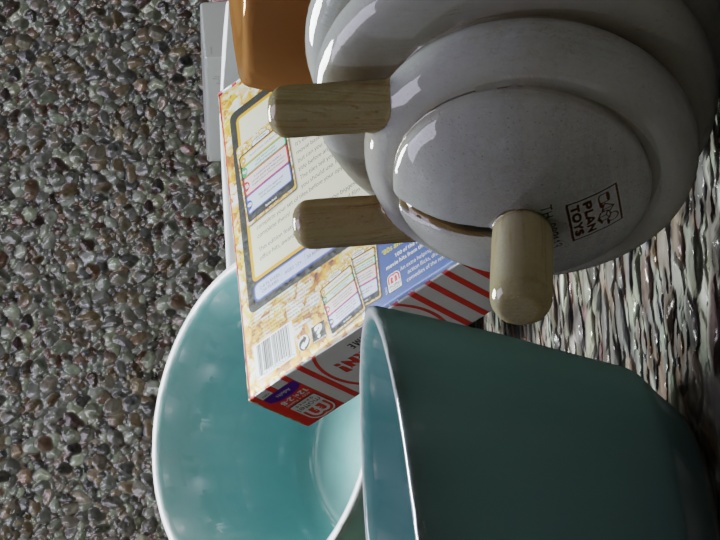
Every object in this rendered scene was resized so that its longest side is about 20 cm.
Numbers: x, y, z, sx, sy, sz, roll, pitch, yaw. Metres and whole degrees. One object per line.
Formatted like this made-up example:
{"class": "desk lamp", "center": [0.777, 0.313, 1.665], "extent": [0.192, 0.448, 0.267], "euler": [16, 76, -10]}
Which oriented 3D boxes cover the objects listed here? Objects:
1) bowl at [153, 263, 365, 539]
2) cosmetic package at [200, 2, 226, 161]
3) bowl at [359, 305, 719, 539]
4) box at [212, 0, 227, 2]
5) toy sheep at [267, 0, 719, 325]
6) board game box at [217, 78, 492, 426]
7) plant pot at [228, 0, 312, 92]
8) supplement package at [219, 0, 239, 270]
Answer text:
{"class": "bowl", "center": [-0.019, 0.094, 1.426], "extent": [0.201, 0.105, 0.201], "euler": [-17, 66, 45]}
{"class": "cosmetic package", "center": [-0.128, -0.215, 2.833], "extent": [0.200, 0.108, 0.085], "euler": [96, 169, -58]}
{"class": "bowl", "center": [0.061, 0.108, 0.838], "extent": [0.201, 0.105, 0.201], "euler": [176, 90, -86]}
{"class": "box", "center": [-0.118, -0.394, 2.612], "extent": [0.103, 0.095, 0.200], "euler": [111, 154, -79]}
{"class": "toy sheep", "center": [0.043, -0.062, 0.737], "extent": [0.138, 0.138, 0.200], "euler": [92, 180, -53]}
{"class": "board game box", "center": [0.000, -0.043, 1.261], "extent": [0.151, 0.046, 0.200], "euler": [-33, 48, 32]}
{"class": "plant pot", "center": [0.020, -0.139, 0.911], "extent": [0.200, 0.140, 0.200], "euler": [175, 90, -85]}
{"class": "supplement package", "center": [-0.028, -0.062, 1.601], "extent": [0.120, 0.121, 0.200], "euler": [-89, -1, -46]}
